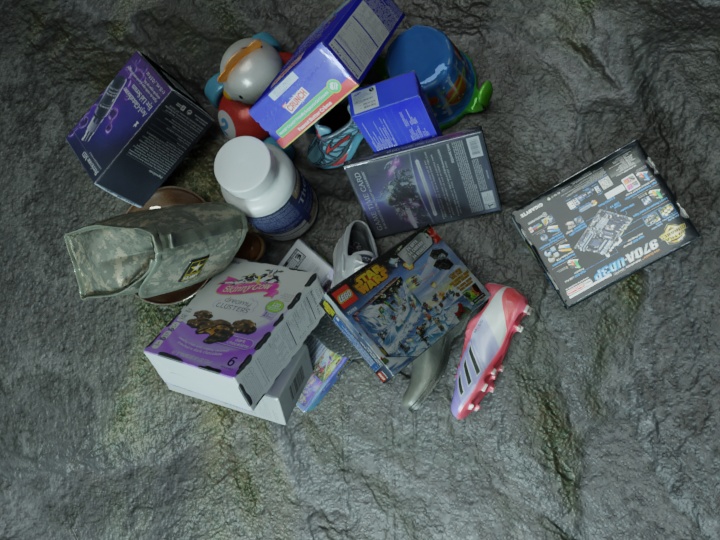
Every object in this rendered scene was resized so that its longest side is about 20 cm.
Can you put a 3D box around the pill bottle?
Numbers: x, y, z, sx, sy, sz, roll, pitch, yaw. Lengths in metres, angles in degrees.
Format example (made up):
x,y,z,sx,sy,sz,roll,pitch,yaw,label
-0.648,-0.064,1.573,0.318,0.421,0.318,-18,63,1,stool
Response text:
x,y,z,sx,sy,sz,roll,pitch,yaw,label
-0.140,-0.122,1.008,0.111,0.200,0.111,-3,77,11,pill bottle

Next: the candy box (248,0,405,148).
x,y,z,sx,sy,sz,roll,pitch,yaw,label
-0.044,-0.285,0.929,0.077,0.200,0.169,44,137,-19,candy box

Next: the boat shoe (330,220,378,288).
x,y,z,sx,sy,sz,roll,pitch,yaw,label
0.000,0.000,0.976,0.072,0.200,0.069,15,125,-9,boat shoe

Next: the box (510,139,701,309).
x,y,z,sx,sy,sz,roll,pitch,yaw,label
0.336,-0.062,0.946,0.200,0.046,0.159,-31,77,11,box

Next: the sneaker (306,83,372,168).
x,y,z,sx,sy,sz,roll,pitch,yaw,label
-0.039,-0.221,1.016,0.200,0.095,0.079,-36,65,48,sneaker

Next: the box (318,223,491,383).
x,y,z,sx,sy,sz,roll,pitch,yaw,label
0.063,0.039,0.909,0.200,0.040,0.137,-33,79,-30,box

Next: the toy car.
x,y,z,sx,sy,sz,roll,pitch,yaw,label
-0.169,-0.281,1.039,0.177,0.200,0.184,-41,74,9,toy car

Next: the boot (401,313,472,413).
x,y,z,sx,sy,sz,roll,pitch,yaw,label
0.072,0.092,0.986,0.131,0.068,0.200,26,84,3,boot

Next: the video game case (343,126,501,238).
x,y,z,sx,sy,sz,roll,pitch,yaw,label
0.092,-0.123,0.987,0.200,0.143,0.019,-11,42,16,video game case

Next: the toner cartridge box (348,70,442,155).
x,y,z,sx,sy,sz,roll,pitch,yaw,label
0.061,-0.195,0.960,0.095,0.200,0.043,-13,67,15,toner cartridge box

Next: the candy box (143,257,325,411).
x,y,z,sx,sy,sz,roll,pitch,yaw,label
-0.166,0.079,0.939,0.168,0.072,0.200,9,46,32,candy box

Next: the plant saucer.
x,y,z,sx,sy,sz,roll,pitch,yaw,label
-0.319,-0.040,1.145,0.200,0.037,0.201,-2,83,17,plant saucer

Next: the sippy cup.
x,y,z,sx,sy,sz,roll,pitch,yaw,label
0.097,-0.289,0.997,0.178,0.130,0.140,-12,81,16,sippy cup

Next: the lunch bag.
x,y,z,sx,sy,sz,roll,pitch,yaw,label
-0.272,-0.030,0.935,0.200,0.164,0.118,-8,98,37,lunch bag

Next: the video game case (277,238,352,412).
x,y,z,sx,sy,sz,roll,pitch,yaw,label
-0.085,0.085,1.057,0.181,0.045,0.200,40,96,18,video game case

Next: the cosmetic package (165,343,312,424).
x,y,z,sx,sy,sz,roll,pitch,yaw,label
-0.182,0.143,0.998,0.200,0.071,0.101,13,49,18,cosmetic package

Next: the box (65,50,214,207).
x,y,z,sx,sy,sz,roll,pitch,yaw,label
-0.366,-0.232,1.125,0.200,0.104,0.148,-48,56,6,box

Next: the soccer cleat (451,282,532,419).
x,y,z,sx,sy,sz,roll,pitch,yaw,label
0.172,0.114,0.971,0.076,0.067,0.200,28,91,26,soccer cleat

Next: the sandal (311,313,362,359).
x,y,z,sx,sy,sz,roll,pitch,yaw,label
-0.052,0.069,1.007,0.200,0.048,0.075,24,93,30,sandal

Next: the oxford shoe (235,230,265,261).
x,y,z,sx,sy,sz,roll,pitch,yaw,label
-0.249,-0.037,1.070,0.200,0.071,0.071,1,83,15,oxford shoe
